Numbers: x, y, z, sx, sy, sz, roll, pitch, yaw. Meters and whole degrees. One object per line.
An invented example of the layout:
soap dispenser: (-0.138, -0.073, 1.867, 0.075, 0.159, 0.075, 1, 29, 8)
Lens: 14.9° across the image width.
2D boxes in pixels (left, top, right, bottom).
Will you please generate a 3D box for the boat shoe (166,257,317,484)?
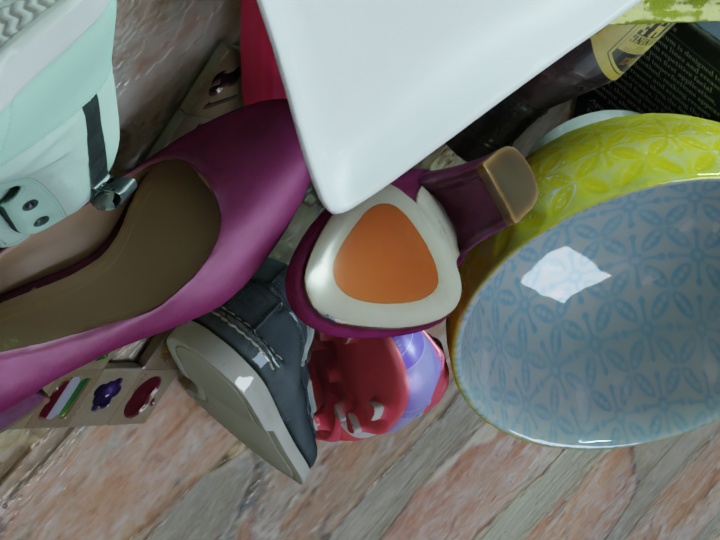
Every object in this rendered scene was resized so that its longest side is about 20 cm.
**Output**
boat shoe: (-0.041, 0.047, 1.274, 0.062, 0.073, 0.200, -52, 165, -11)

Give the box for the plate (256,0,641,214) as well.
plate: (0.025, -0.154, 1.054, 0.200, 0.032, 0.200, -36, 125, -25)

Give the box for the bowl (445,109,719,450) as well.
bowl: (0.130, -0.014, 1.351, 0.200, 0.108, 0.200, -9, 139, -8)

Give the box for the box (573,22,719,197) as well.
box: (0.201, -0.108, 1.440, 0.148, 0.107, 0.200, -37, 155, -26)

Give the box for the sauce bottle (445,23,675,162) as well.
sauce bottle: (0.111, -0.125, 1.270, 0.200, 0.066, 0.066, -44, 163, 32)

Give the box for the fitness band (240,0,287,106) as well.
fitness band: (0.010, -0.123, 1.147, 0.144, 0.037, 0.200, -40, 153, -27)

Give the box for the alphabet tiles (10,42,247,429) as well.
alphabet tiles: (-0.087, -0.011, 1.192, 0.200, 0.008, 0.167, -56, 156, 15)

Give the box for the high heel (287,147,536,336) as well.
high heel: (0.000, 0.000, 1.195, 0.096, 0.067, 0.200, -25, 179, 32)

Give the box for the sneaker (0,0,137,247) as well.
sneaker: (-0.154, -0.023, 0.953, 0.200, 0.074, 0.118, -41, 150, -25)

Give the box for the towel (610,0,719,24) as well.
towel: (0.129, -0.140, 1.180, 0.200, 0.018, 0.086, -4, 134, -29)

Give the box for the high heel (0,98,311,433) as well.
high heel: (-0.101, -0.005, 1.079, 0.200, 0.067, 0.096, -44, 161, 0)

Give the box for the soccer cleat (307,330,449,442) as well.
soccer cleat: (0.015, 0.045, 1.314, 0.076, 0.067, 0.200, -18, 174, -13)
